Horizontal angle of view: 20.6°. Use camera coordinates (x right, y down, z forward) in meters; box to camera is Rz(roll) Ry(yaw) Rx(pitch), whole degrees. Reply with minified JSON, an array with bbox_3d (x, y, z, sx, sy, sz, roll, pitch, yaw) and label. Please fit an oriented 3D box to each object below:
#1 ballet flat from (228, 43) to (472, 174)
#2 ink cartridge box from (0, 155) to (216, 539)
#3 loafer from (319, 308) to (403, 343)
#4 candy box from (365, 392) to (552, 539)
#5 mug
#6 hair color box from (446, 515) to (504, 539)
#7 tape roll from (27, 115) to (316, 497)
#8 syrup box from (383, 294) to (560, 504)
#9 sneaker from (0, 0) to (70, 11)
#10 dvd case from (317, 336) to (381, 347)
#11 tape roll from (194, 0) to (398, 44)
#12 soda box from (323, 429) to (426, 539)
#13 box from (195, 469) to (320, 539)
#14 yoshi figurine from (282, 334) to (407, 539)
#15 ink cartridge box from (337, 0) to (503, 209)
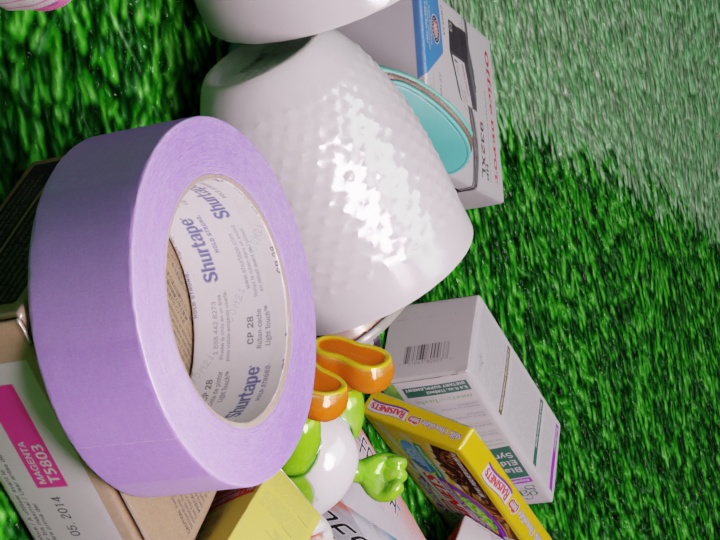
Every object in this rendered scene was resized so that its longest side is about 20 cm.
[{"bbox_3d":[-0.007,-0.130,1.422,0.200,0.067,0.070,20,27,-26],"label":"ballet flat"},{"bbox_3d":[-0.147,0.057,1.118,0.200,0.075,0.165,67,29,-30],"label":"ink cartridge box"},{"bbox_3d":[0.000,0.000,1.450,0.063,0.072,0.200,57,23,-11],"label":"loafer"},{"bbox_3d":[0.082,0.169,1.560,0.026,0.102,0.200,-53,137,-18],"label":"candy box"},{"bbox_3d":[-0.045,-0.055,1.311,0.200,0.148,0.176,-38,114,-23],"label":"mug"},{"bbox_3d":[0.093,0.276,1.491,0.111,0.064,0.200,33,21,0],"label":"hair color box"},{"bbox_3d":[-0.097,0.020,1.074,0.200,0.066,0.201,-8,90,-66],"label":"tape roll"},{"bbox_3d":[0.093,0.112,1.626,0.200,0.079,0.082,57,34,-43],"label":"syrup box"},{"bbox_3d":[-0.187,-0.187,1.104,0.200,0.081,0.088,-32,110,-63],"label":"sneaker"},{"bbox_3d":[-0.038,-0.022,1.459,0.149,0.016,0.200,-28,108,-64],"label":"dvd case"},{"bbox_3d":[-0.025,-0.232,1.331,0.071,0.202,0.203,67,28,-28],"label":"tape roll"},{"bbox_3d":[-0.015,0.168,1.389,0.200,0.063,0.068,61,31,-37],"label":"soda box"},{"bbox_3d":[-0.093,0.194,1.121,0.050,0.075,0.200,52,35,-13],"label":"box"},{"bbox_3d":[-0.021,0.152,1.255,0.112,0.112,0.200,-110,-151,-63],"label":"yoshi figurine"},{"bbox_3d":[0.044,-0.132,1.572,0.200,0.084,0.145,21,63,-69],"label":"ink cartridge box"}]
